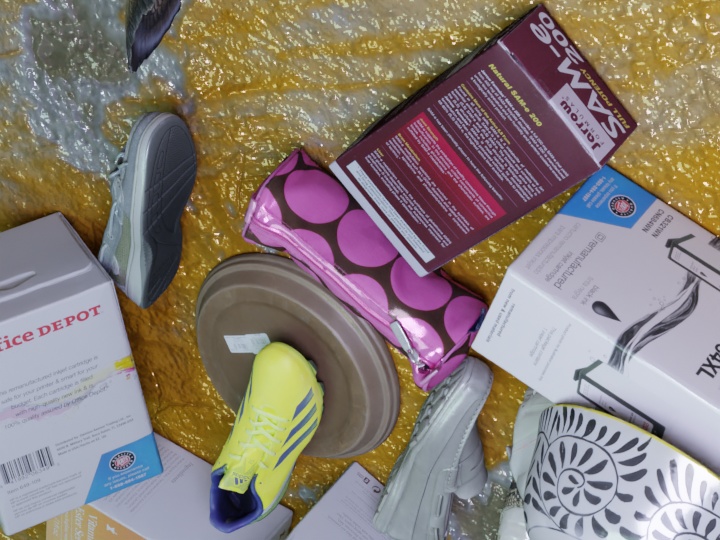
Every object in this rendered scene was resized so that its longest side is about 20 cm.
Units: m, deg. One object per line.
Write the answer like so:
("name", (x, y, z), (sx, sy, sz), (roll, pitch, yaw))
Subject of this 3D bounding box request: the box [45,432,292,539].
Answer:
("box", (-0.176, 0.251, 1.776), (0.200, 0.106, 0.152), (27, 135, 19))

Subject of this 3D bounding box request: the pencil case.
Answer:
("pencil case", (0.000, 0.000, 1.448), (0.200, 0.094, 0.091), (39, 133, 8))

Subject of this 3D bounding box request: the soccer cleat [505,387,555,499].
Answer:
("soccer cleat", (0.153, 0.094, 1.423), (0.078, 0.069, 0.200), (57, 139, 36))

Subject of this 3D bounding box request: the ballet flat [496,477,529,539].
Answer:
("ballet flat", (0.129, 0.232, 1.542), (0.068, 0.075, 0.200), (27, 135, 21))

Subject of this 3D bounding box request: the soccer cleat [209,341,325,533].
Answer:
("soccer cleat", (-0.080, 0.140, 1.587), (0.065, 0.084, 0.200), (32, 136, 15))

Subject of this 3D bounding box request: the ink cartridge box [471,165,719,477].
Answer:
("ink cartridge box", (0.198, 0.042, 1.285), (0.200, 0.146, 0.084), (33, 135, 12))

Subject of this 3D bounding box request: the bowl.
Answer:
("bowl", (0.174, 0.185, 1.265), (0.201, 0.094, 0.201), (34, 163, 12))

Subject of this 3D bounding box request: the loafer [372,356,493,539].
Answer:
("loafer", (0.070, 0.144, 1.533), (0.070, 0.070, 0.200), (22, 135, -1))

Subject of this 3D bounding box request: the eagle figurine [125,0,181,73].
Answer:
("eagle figurine", (-0.129, -0.237, 1.343), (0.200, 0.152, 0.151), (-19, 129, 40))

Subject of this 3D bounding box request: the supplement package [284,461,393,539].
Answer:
("supplement package", (-0.038, 0.276, 1.616), (0.110, 0.200, 0.114), (41, 139, 5))

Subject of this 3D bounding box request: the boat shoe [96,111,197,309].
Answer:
("boat shoe", (-0.178, -0.052, 1.565), (0.065, 0.074, 0.202), (30, 144, 15))

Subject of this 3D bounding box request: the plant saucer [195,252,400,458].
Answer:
("plant saucer", (-0.058, 0.077, 1.604), (0.200, 0.029, 0.200), (22, 134, 25))

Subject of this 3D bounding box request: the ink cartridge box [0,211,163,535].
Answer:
("ink cartridge box", (-0.275, 0.084, 1.657), (0.146, 0.147, 0.200), (46, 152, 54))

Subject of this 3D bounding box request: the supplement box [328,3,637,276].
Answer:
("supplement box", (0.080, -0.085, 1.341), (0.109, 0.061, 0.200), (51, 139, -7))
